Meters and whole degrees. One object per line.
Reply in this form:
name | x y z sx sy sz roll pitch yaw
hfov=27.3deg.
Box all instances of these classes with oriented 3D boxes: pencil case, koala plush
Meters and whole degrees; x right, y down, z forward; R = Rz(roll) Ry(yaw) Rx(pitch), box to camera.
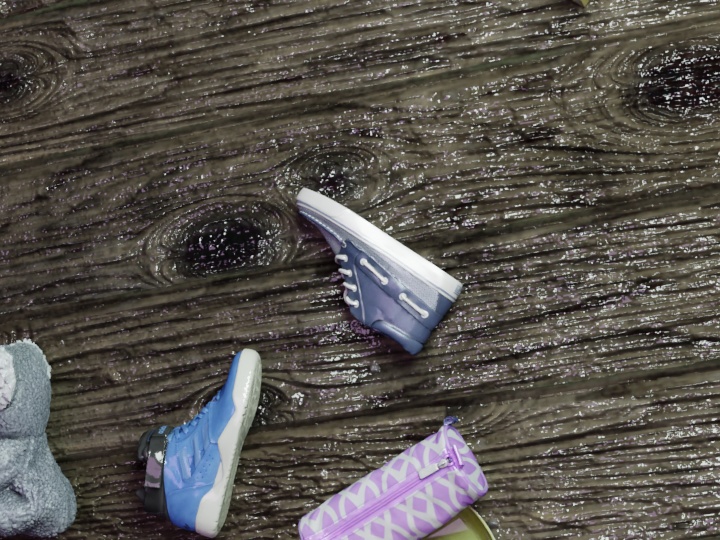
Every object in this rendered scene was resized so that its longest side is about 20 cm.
pencil case | 0.032 0.232 1.463 0.199 0.085 0.084 -36 79 12
koala plush | -0.381 0.173 1.582 0.182 0.177 0.202 7 88 5

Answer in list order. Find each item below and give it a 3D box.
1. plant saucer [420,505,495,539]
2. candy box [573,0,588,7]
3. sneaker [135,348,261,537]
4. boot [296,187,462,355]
plant saucer | 0.052 0.314 1.511 0.198 0.031 0.203 -1 86 16
candy box | 0.175 -0.371 1.511 0.199 0.055 0.116 35 96 15
sneaker | -0.176 0.170 1.561 0.110 0.077 0.202 16 97 7
boot | 0.000 0.000 1.525 0.199 0.073 0.091 33 89 15
